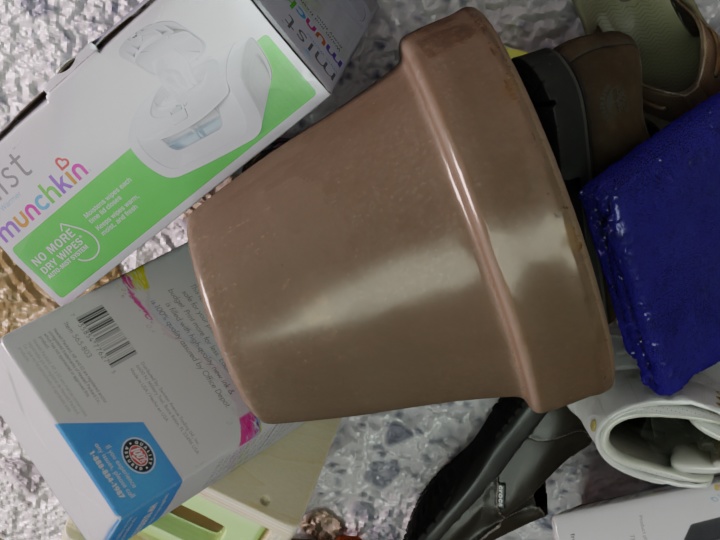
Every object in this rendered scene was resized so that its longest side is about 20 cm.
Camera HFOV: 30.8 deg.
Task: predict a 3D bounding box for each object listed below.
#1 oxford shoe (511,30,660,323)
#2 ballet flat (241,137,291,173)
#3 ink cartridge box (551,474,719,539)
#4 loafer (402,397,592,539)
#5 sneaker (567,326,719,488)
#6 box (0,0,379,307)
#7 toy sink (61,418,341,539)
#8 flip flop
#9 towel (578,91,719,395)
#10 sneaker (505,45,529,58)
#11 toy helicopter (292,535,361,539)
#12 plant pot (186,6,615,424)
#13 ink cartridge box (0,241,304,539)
[{"bbox_3d":[0.139,-0.043,0.734,0.084,0.073,0.201,-24,135,-14],"label":"oxford shoe"},{"bbox_3d":[-0.070,0.014,0.836,0.068,0.071,0.201,17,117,-1],"label":"ballet flat"},{"bbox_3d":[0.231,0.170,0.816,0.198,0.148,0.086,-16,78,14],"label":"ink cartridge box"},{"bbox_3d":[0.092,0.153,0.876,0.071,0.073,0.201,32,116,-6],"label":"loafer"},{"bbox_3d":[0.219,0.090,0.786,0.198,0.116,0.074,4,114,-11],"label":"sneaker"},{"bbox_3d":[-0.103,-0.103,0.725,0.199,0.177,0.097,-35,106,22],"label":"box"},{"bbox_3d":[-0.107,0.137,0.837,0.129,0.113,0.200,26,143,-4],"label":"toy sink"},{"bbox_3d":[0.171,-0.124,0.738,0.081,0.058,0.201,-26,109,19],"label":"flip flop"},{"bbox_3d":[0.213,-0.039,0.721,0.199,0.049,0.149,-34,121,-15],"label":"towel"},{"bbox_3d":[0.074,-0.043,0.785,0.089,0.078,0.202,-2,118,1],"label":"sneaker"},{"bbox_3d":[-0.045,0.289,0.917,0.078,0.132,0.202,2,105,7],"label":"toy helicopter"},{"bbox_3d":[0.011,-0.007,0.651,0.173,0.201,0.202,-20,112,1],"label":"plant pot"},{"bbox_3d":[-0.090,0.052,0.730,0.115,0.199,0.068,52,146,12],"label":"ink cartridge box"}]
